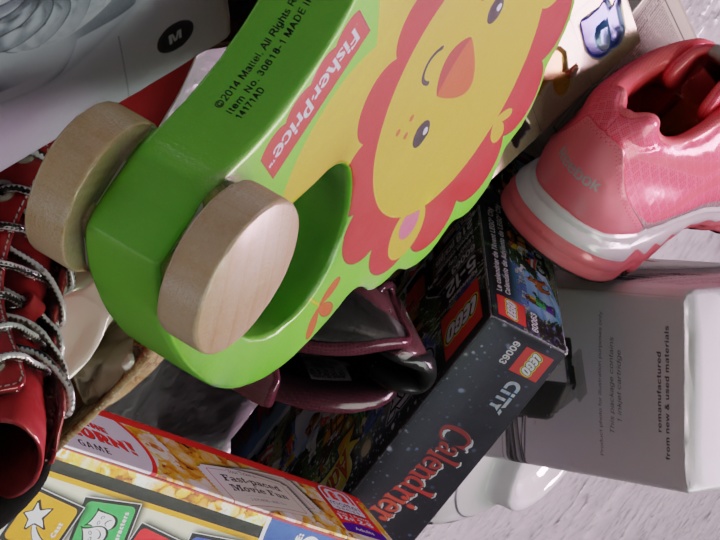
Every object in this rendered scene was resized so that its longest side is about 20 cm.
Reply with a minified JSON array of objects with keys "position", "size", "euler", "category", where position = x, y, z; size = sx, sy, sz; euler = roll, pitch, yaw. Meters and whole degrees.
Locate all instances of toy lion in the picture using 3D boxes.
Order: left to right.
[{"position":[0.001,-0.050,0.818],"size":[0.200,0.069,0.192],"euler":[-57,159,-11],"category":"toy lion"}]

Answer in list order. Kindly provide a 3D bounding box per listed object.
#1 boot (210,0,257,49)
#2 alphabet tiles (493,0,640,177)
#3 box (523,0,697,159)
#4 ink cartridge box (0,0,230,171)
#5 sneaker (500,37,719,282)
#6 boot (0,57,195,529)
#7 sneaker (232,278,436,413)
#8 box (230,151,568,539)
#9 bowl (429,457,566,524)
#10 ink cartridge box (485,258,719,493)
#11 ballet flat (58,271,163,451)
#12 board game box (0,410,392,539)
[{"position":[0.003,-0.125,0.928],"size":[0.199,0.075,0.097],"euler":[-27,178,-1],"category":"boot"},{"position":[0.042,-0.120,1.028],"size":[0.200,0.008,0.168],"euler":[-43,127,-29],"category":"alphabet tiles"},{"position":[0.096,-0.086,1.209],"size":[0.095,0.078,0.200],"euler":[-53,160,-3],"category":"box"},{"position":[-0.129,-0.081,0.708],"size":[0.199,0.041,0.200],"euler":[-32,153,-14],"category":"ink cartridge box"},{"position":[0.144,-0.059,1.126],"size":[0.200,0.074,0.087],"euler":[-26,154,-48],"category":"sneaker"},{"position":[-0.094,-0.007,0.812],"size":[0.072,0.144,0.200],"euler":[38,86,-31],"category":"boot"},{"position":[0.000,0.000,1.078],"size":[0.200,0.115,0.076],"euler":[-36,153,-40],"category":"sneaker"},{"position":[0.010,0.054,1.139],"size":[0.200,0.038,0.137],"euler":[-53,-158,28],"category":"box"},{"position":[0.064,0.058,1.344],"size":[0.201,0.094,0.201],"euler":[-44,158,-23],"category":"bowl"},{"position":[0.132,0.040,1.175],"size":[0.146,0.200,0.083],"euler":[-3,94,-32],"category":"ink cartridge box"},{"position":[-0.136,0.053,0.897],"size":[0.200,0.070,0.065],"euler":[-47,180,0],"category":"ballet flat"},{"position":[-0.103,0.132,1.020],"size":[0.200,0.046,0.152],"euler":[23,105,-37],"category":"board game box"}]
